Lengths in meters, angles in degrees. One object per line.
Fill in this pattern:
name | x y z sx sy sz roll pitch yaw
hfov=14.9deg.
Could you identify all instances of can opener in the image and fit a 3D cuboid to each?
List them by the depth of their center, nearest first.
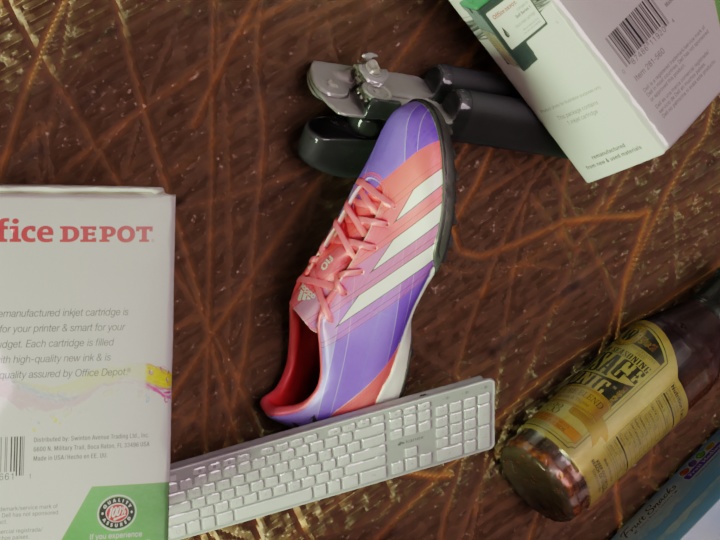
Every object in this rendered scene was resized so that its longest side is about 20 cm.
can opener | 0.052 -0.088 1.598 0.199 0.053 0.067 2 127 -29

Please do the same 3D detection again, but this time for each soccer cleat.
soccer cleat | 0.000 0.000 1.538 0.073 0.068 0.201 5 109 -29

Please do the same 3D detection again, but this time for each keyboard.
keyboard | -0.017 0.106 1.546 0.199 0.011 0.056 -15 128 -13

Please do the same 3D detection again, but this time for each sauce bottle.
sauce bottle | 0.171 0.067 1.664 0.200 0.066 0.066 -42 112 -24

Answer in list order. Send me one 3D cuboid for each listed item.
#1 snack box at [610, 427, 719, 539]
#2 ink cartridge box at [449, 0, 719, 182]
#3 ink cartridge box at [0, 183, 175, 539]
snack box | 0.242 0.221 1.711 0.169 0.068 0.200 -42 111 -21
ink cartridge box | 0.133 -0.177 1.580 0.200 0.084 0.146 52 58 -11
ink cartridge box | -0.178 0.053 1.446 0.145 0.087 0.201 -1 95 -31
